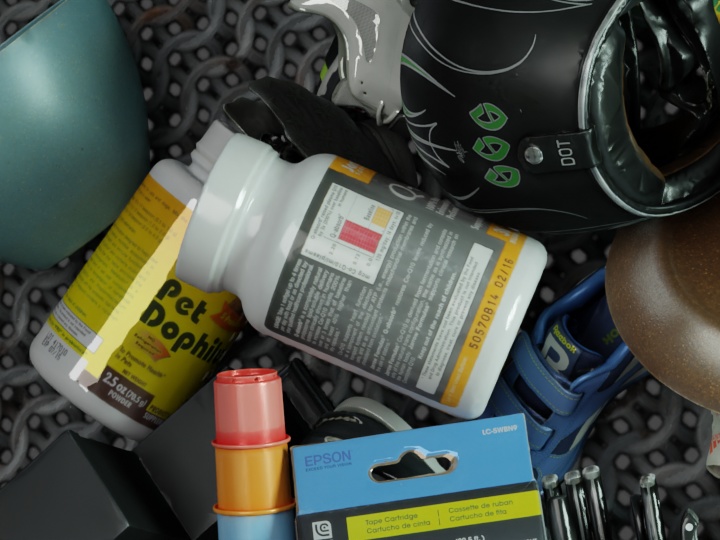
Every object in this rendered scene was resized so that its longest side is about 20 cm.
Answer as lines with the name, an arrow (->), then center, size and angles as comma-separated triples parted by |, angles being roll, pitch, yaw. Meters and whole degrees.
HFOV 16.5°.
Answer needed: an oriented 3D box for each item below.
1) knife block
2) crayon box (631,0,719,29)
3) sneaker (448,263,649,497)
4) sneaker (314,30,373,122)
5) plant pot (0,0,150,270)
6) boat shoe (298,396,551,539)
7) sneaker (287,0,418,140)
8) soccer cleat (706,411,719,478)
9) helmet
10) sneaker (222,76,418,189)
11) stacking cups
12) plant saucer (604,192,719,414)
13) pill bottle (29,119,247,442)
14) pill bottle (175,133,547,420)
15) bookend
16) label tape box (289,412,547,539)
knife block -> 0.143, 0.222, 1.444 | 0.175, 0.064, 0.200 | 34, 93, 8
crayon box -> 0.248, -0.196, 1.529 | 0.199, 0.058, 0.119 | 17, 85, 26
sneaker -> 0.118, 0.067, 1.511 | 0.200, 0.082, 0.074 | -49, 65, 10
sneaker -> 0.023, -0.171, 1.634 | 0.201, 0.072, 0.083 | -62, 29, 5
plant pot -> -0.217, -0.081, 1.655 | 0.200, 0.200, 0.135 | -35, 100, 13
boat shoe -> 0.046, 0.159, 1.505 | 0.200, 0.060, 0.076 | 34, 127, 13
sneaker -> 0.031, -0.114, 1.564 | 0.088, 0.074, 0.200 | -38, 96, -1
soccer cleat -> 0.231, 0.081, 1.461 | 0.077, 0.069, 0.201 | -20, 72, 0
helmet -> 0.117, -0.115, 1.442 | 0.190, 0.200, 0.201 | 14, 83, 49
sneaker -> -0.006, -0.029, 1.561 | 0.060, 0.104, 0.201 | -34, 72, 46
stacking cups -> -0.064, 0.160, 1.465 | 0.060, 0.060, 0.201 | -3, 97, 24
plant saucer -> 0.242, 0.001, 1.437 | 0.199, 0.037, 0.201 | 0, 50, 0
pill bottle -> -0.119, 0.005, 1.617 | 0.109, 0.109, 0.200 | 37, 94, 27
pill bottle -> 0.000, 0.000, 1.463 | 0.199, 0.116, 0.117 | 23, 87, 3
bookend -> -0.127, 0.134, 1.540 | 0.199, 0.200, 0.092 | -42, 65, 11
label tape box -> 0.041, 0.195, 1.430 | 0.143, 0.063, 0.201 | -8, 64, 3
